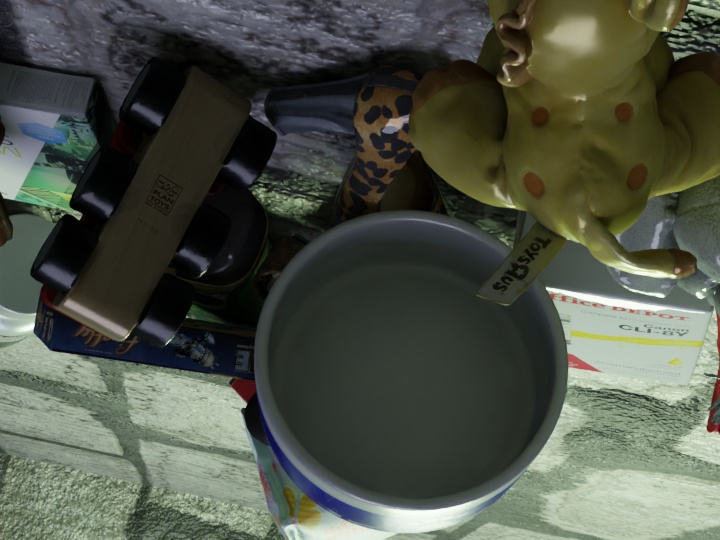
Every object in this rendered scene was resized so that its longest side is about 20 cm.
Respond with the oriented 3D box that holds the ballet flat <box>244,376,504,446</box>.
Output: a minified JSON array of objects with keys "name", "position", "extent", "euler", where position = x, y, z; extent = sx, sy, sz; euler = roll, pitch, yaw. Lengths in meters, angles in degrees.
[{"name":"ballet flat","position":[0.014,0.089,0.918],"extent":[0.199,0.068,0.068],"euler":[-2,152,2]}]

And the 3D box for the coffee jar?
[{"name":"coffee jar","position":[-0.119,-0.010,1.090],"extent":[0.104,0.086,0.200],"euler":[16,163,11]}]

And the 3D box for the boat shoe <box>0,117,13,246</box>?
[{"name":"boat shoe","position":[-0.277,-0.100,0.877],"extent":[0.068,0.072,0.201],"euler":[-8,130,-15]}]

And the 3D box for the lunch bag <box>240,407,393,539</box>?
[{"name":"lunch bag","position":[0.003,0.155,1.037],"extent":[0.169,0.127,0.200],"euler":[-21,153,-6]}]

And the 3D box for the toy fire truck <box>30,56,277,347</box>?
[{"name":"toy fire truck","position":[-0.145,-0.036,0.895],"extent":[0.128,0.177,0.200],"euler":[30,169,-20]}]

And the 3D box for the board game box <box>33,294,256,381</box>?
[{"name":"board game box","position":[-0.151,0.055,1.025],"extent":[0.199,0.035,0.135],"euler":[11,179,-19]}]

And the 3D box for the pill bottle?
[{"name":"pill bottle","position":[-0.348,0.013,1.255],"extent":[0.116,0.117,0.200],"euler":[20,159,-24]}]

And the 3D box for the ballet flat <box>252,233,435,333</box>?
[{"name":"ballet flat","position":[-0.014,0.034,0.978],"extent":[0.200,0.065,0.071],"euler":[28,157,49]}]

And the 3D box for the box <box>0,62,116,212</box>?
[{"name":"box","position":[-0.254,-0.099,0.992],"extent":[0.144,0.036,0.200],"euler":[11,162,5]}]

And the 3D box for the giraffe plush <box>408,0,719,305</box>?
[{"name":"giraffe plush","position":[0.100,-0.106,0.602],"extent":[0.172,0.200,0.163],"euler":[10,133,17]}]

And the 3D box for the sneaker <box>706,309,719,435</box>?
[{"name":"sneaker","position":[0.309,0.068,1.006],"extent":[0.078,0.116,0.200],"euler":[3,161,22]}]

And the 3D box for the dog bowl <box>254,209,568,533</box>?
[{"name":"dog bowl","position":[0.030,0.066,0.845],"extent":[0.199,0.201,0.079],"euler":[11,156,1]}]

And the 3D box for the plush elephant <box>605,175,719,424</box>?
[{"name":"plush elephant","position":[0.232,-0.024,0.742],"extent":[0.164,0.200,0.155],"euler":[8,144,35]}]

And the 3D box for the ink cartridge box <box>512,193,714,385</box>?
[{"name":"ink cartridge box","position":[0.188,0.013,0.970],"extent":[0.145,0.084,0.200],"euler":[9,162,12]}]

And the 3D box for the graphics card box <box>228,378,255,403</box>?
[{"name":"graphics card box","position":[-0.054,0.087,1.226],"extent":[0.051,0.125,0.200],"euler":[44,174,7]}]

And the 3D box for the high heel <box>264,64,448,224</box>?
[{"name":"high heel","position":[0.043,-0.060,0.857],"extent":[0.142,0.072,0.200],"euler":[3,151,44]}]
